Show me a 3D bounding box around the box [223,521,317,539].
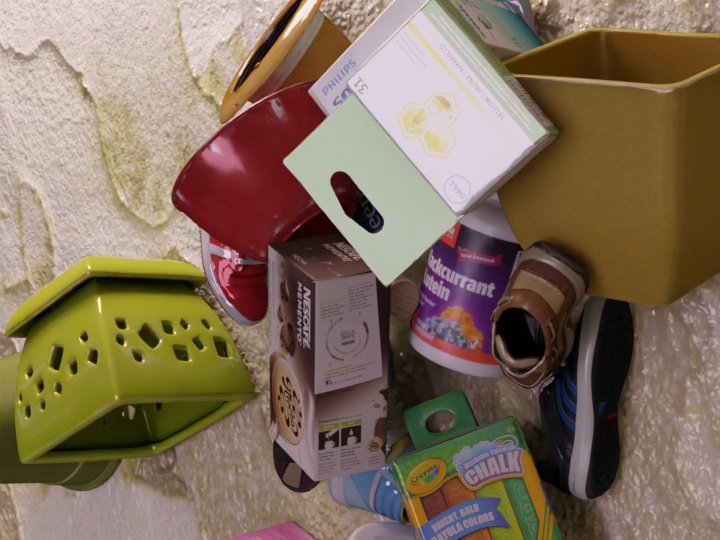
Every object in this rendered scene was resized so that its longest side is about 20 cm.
[{"bbox_3d":[-0.130,0.378,1.692,0.096,0.199,0.177,30,113,34],"label":"box"}]

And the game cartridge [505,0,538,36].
[{"bbox_3d":[0.081,-0.182,1.543,0.199,0.040,0.134,-15,87,26],"label":"game cartridge"}]

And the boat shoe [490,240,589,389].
[{"bbox_3d":[0.139,0.051,1.384,0.075,0.074,0.200,29,154,16],"label":"boat shoe"}]

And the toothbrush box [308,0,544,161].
[{"bbox_3d":[0.068,-0.170,1.420,0.146,0.200,0.085,-44,72,20],"label":"toothbrush box"}]

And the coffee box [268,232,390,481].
[{"bbox_3d":[-0.030,0.079,1.517,0.113,0.079,0.201,-143,49,-58],"label":"coffee box"}]

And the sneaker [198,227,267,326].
[{"bbox_3d":[-0.115,-0.049,1.723,0.112,0.071,0.201,-23,77,42],"label":"sneaker"}]

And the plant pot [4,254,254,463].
[{"bbox_3d":[-0.266,0.094,1.789,0.200,0.198,0.182,-33,67,38],"label":"plant pot"}]

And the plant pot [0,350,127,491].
[{"bbox_3d":[-0.412,0.179,1.918,0.199,0.189,0.201,5,99,40],"label":"plant pot"}]

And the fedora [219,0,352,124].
[{"bbox_3d":[-0.064,-0.207,1.634,0.082,0.201,0.201,36,124,-13],"label":"fedora"}]

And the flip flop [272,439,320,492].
[{"bbox_3d":[-0.034,0.136,1.687,0.081,0.057,0.201,14,88,43],"label":"flip flop"}]

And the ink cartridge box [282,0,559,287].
[{"bbox_3d":[0.040,-0.100,1.306,0.200,0.048,0.146,-42,82,19],"label":"ink cartridge box"}]

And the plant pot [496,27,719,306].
[{"bbox_3d":[0.229,-0.084,1.360,0.195,0.194,0.201,11,114,39],"label":"plant pot"}]

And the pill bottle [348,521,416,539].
[{"bbox_3d":[0.016,0.361,1.618,0.113,0.113,0.201,36,123,32],"label":"pill bottle"}]

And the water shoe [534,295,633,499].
[{"bbox_3d":[0.195,0.108,1.476,0.079,0.071,0.201,13,102,41],"label":"water shoe"}]

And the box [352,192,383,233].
[{"bbox_3d":[0.017,-0.070,1.636,0.200,0.032,0.122,-36,71,37],"label":"box"}]

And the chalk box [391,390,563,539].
[{"bbox_3d":[0.103,0.211,1.500,0.124,0.124,0.201,-21,79,-3],"label":"chalk box"}]

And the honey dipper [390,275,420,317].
[{"bbox_3d":[0.000,0.000,1.577,0.200,0.038,0.038,-145,62,-62],"label":"honey dipper"}]

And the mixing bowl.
[{"bbox_3d":[-0.072,-0.080,1.573,0.109,0.200,0.200,53,124,15],"label":"mixing bowl"}]

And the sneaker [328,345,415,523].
[{"bbox_3d":[0.038,0.158,1.611,0.130,0.079,0.201,19,116,39],"label":"sneaker"}]

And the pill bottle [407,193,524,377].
[{"bbox_3d":[0.120,-0.013,1.501,0.111,0.111,0.201,28,111,35],"label":"pill bottle"}]
